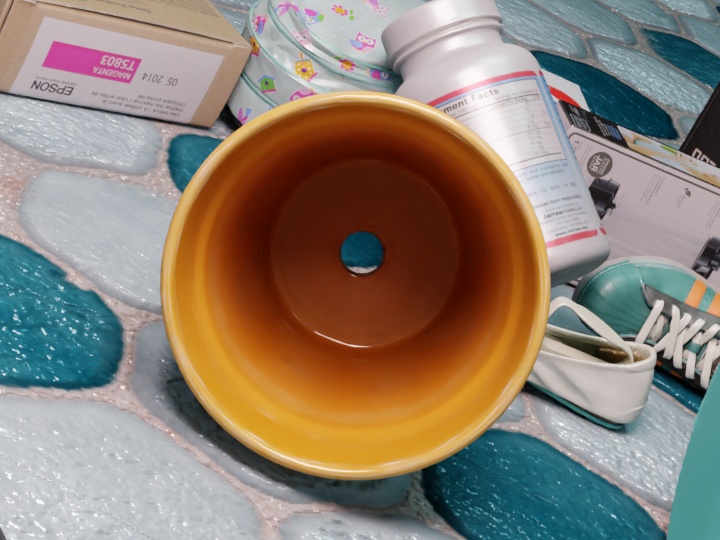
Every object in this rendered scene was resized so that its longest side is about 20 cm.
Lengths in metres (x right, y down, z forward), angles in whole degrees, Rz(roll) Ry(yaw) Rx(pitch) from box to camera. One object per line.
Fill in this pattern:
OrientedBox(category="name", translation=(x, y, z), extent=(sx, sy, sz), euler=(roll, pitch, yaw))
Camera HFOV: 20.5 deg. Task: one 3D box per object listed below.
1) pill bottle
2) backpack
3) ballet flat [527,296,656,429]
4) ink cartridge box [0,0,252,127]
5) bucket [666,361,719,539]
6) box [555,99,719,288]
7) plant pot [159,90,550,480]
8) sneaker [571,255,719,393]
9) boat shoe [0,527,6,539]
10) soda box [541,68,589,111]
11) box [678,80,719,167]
OrientedBox(category="pill bottle", translation=(0.085, -0.081, 1.342), extent=(0.109, 0.109, 0.200), euler=(-6, 73, -54))
OrientedBox(category="backpack", translation=(-0.001, -0.139, 1.459), extent=(0.200, 0.127, 0.167), euler=(11, 31, -28))
OrientedBox(category="ballet flat", translation=(0.101, 0.038, 1.271), extent=(0.200, 0.069, 0.069), euler=(22, 23, -13))
OrientedBox(category="ink cartridge box", translation=(-0.202, -0.183, 1.388), extent=(0.200, 0.075, 0.165), euler=(8, 31, -41))
OrientedBox(category="bucket", translation=(0.267, 0.119, 1.117), extent=(0.135, 0.207, 0.207), euler=(19, 23, -3))
OrientedBox(category="box", translation=(0.214, -0.033, 1.493), extent=(0.200, 0.117, 0.060), euler=(21, 21, -13))
OrientedBox(category="plant pot", translation=(0.000, 0.000, 1.102), extent=(0.200, 0.200, 0.183), euler=(27, 6, -1))
OrientedBox(category="sneaker", translation=(0.244, 0.048, 1.404), extent=(0.200, 0.071, 0.080), euler=(18, 20, -26))
OrientedBox(category="boat shoe", translation=(-0.182, 0.099, 0.817), extent=(0.075, 0.062, 0.200), euler=(10, 27, -33))
OrientedBox(category="soda box", translation=(0.154, -0.104, 1.643), extent=(0.068, 0.064, 0.200), euler=(23, 23, -14))
OrientedBox(category="box", translation=(0.345, -0.046, 1.604), extent=(0.086, 0.164, 0.200), euler=(6, 31, -42))
